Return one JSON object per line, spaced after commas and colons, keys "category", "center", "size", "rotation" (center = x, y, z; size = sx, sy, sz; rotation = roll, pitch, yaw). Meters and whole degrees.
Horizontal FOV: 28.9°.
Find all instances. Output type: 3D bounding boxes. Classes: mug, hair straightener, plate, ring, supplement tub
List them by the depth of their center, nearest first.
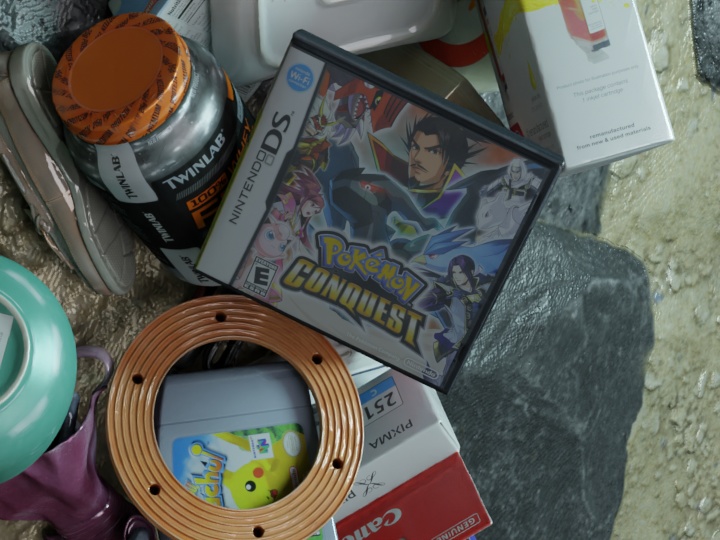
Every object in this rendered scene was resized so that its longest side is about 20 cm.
{"category": "mug", "center": [-0.272, 0.050, 0.921], "size": [0.152, 0.114, 0.186], "rotation": [-32, 86, -21]}
{"category": "plate", "center": [-0.011, -0.220, 0.991], "size": [0.199, 0.032, 0.200], "rotation": [-16, 141, -16]}
{"category": "supplement tub", "center": [-0.132, -0.085, 1.002], "size": [0.123, 0.122, 0.200], "rotation": [-56, 149, -15]}
{"category": "ring", "center": [-0.093, 0.116, 1.049], "size": [0.199, 0.019, 0.202], "rotation": [8, 67, -19]}
{"category": "hair straightener", "center": [-0.105, 0.032, 1.119], "size": [0.201, 0.077, 0.041], "rotation": [-62, 158, -12]}

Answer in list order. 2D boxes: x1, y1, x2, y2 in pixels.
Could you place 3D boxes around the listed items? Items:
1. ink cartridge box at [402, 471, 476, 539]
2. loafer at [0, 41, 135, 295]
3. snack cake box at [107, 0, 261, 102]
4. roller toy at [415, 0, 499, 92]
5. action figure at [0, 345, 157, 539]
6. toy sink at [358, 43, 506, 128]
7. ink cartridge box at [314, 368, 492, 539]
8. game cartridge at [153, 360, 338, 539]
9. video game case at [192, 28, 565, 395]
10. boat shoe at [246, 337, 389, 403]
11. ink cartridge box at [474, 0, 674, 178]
{"category": "ink cartridge box", "center": [0.056, 0.225, 1.229], "size": [0.041, 0.199, 0.200], "rotation": [-43, 126, -24]}
{"category": "loafer", "center": [-0.223, -0.068, 1.012], "size": [0.072, 0.062, 0.201], "rotation": [-76, 152, -57]}
{"category": "snack cake box", "center": [-0.079, -0.231, 1.017], "size": [0.115, 0.067, 0.200], "rotation": [20, 121, -41]}
{"category": "roller toy", "center": [0.121, -0.245, 1.173], "size": [0.139, 0.182, 0.202], "rotation": [-8, 106, -38]}
{"category": "action figure", "center": [-0.214, 0.179, 1.067], "size": [0.200, 0.133, 0.150], "rotation": [55, 37, -36]}
{"category": "toy sink", "center": [0.030, -0.110, 1.142], "size": [0.112, 0.200, 0.130], "rotation": [-46, 130, 0]}
{"category": "ink cartridge box", "center": [-0.011, 0.182, 1.124], "size": [0.199, 0.177, 0.045], "rotation": [-32, 125, 5]}
{"category": "game cartridge", "center": [-0.090, 0.171, 1.060], "size": [0.132, 0.040, 0.201], "rotation": [-7, 73, -18]}
{"category": "video game case", "center": [0.010, -0.037, 0.946], "size": [0.182, 0.199, 0.026], "rotation": [-65, 179, 16]}
{"category": "boat shoe", "center": [-0.044, 0.075, 1.191], "size": [0.199, 0.072, 0.066], "rotation": [-8, 102, -40]}
{"category": "ink cartridge box", "center": [0.141, -0.171, 1.003], "size": [0.083, 0.145, 0.201], "rotation": [-15, 90, -4]}
